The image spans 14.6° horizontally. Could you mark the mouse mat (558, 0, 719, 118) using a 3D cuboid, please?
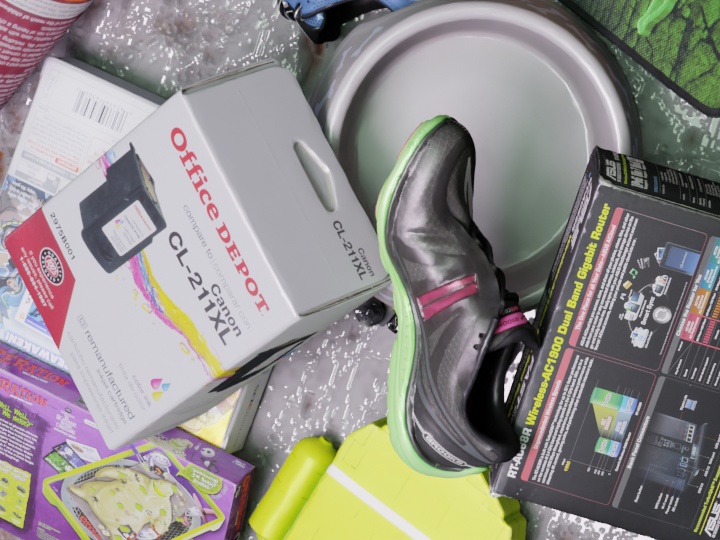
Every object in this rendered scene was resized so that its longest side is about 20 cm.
[{"bbox_3d":[0.199,-0.204,1.546,0.161,0.008,0.201,42,108,36],"label":"mouse mat"}]

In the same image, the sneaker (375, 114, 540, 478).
[{"bbox_3d":[0.058,0.013,1.520,0.083,0.077,0.201,3,105,31],"label":"sneaker"}]

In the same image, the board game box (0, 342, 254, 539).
[{"bbox_3d":[-0.165,0.130,1.720,0.199,0.032,0.121,25,129,17],"label":"board game box"}]

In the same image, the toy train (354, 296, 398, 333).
[{"bbox_3d":[0.000,0.000,1.639,0.200,0.034,0.046,40,96,-7],"label":"toy train"}]

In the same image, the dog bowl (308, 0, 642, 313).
[{"bbox_3d":[0.064,-0.064,1.590,0.199,0.059,0.202,0,94,-1],"label":"dog bowl"}]

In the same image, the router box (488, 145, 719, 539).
[{"bbox_3d":[0.169,0.048,1.547,0.149,0.062,0.201,16,112,-4],"label":"router box"}]

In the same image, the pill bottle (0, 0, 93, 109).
[{"bbox_3d":[-0.244,-0.155,1.695,0.114,0.114,0.200,51,119,10],"label":"pill bottle"}]

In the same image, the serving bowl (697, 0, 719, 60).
[{"bbox_3d":[0.281,-0.172,1.518,0.199,0.066,0.201,-9,76,37],"label":"serving bowl"}]

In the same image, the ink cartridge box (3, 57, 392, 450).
[{"bbox_3d":[-0.095,-0.008,1.590,0.200,0.083,0.146,-36,80,45],"label":"ink cartridge box"}]

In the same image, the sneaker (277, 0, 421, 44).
[{"bbox_3d":[-0.039,-0.182,1.646,0.199,0.078,0.090,15,96,19],"label":"sneaker"}]

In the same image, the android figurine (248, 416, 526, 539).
[{"bbox_3d":[0.021,0.171,1.668,0.182,0.041,0.201,34,105,16],"label":"android figurine"}]

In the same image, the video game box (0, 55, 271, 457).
[{"bbox_3d":[-0.131,-0.010,1.710,0.199,0.047,0.183,25,99,17],"label":"video game box"}]
